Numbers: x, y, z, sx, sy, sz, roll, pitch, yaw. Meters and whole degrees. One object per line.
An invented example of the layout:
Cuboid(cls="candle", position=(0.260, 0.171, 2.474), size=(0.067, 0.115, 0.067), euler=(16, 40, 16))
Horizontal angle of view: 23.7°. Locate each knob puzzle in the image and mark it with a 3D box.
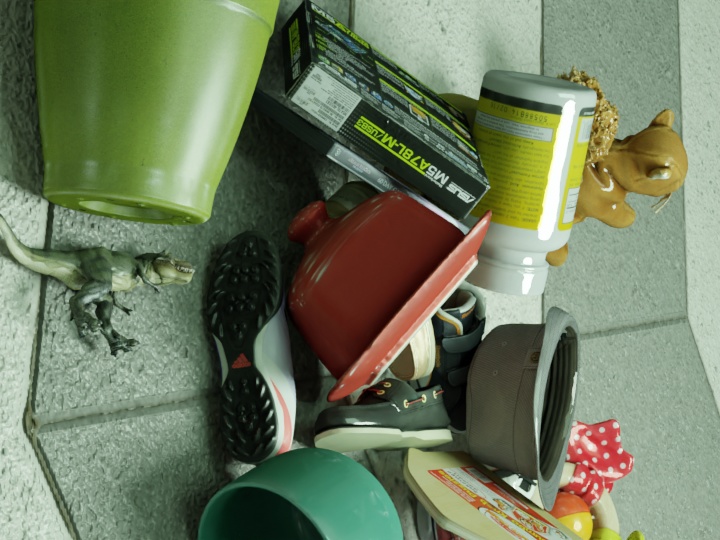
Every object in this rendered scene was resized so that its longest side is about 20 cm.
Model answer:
Cuboid(cls="knob puzzle", position=(0.113, 0.230, 1.579), size=(0.219, 0.219, 0.031), euler=(14, 109, -53))

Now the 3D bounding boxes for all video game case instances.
Cuboid(cls="video game case", position=(-0.003, -0.097, 1.570), size=(0.200, 0.143, 0.019), euler=(31, 94, -44))

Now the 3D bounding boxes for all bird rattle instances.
Cuboid(cls="bird rattle", position=(0.238, 0.261, 1.843), size=(0.162, 0.112, 0.202), euler=(-2, 78, -39))

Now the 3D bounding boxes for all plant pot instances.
Cuboid(cls="plant pot", position=(-0.168, -0.139, 1.316), size=(0.200, 0.199, 0.195), euler=(16, 79, -52))

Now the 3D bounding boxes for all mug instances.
Cuboid(cls="mug", position=(-0.038, 0.237, 1.401), size=(0.114, 0.151, 0.187), euler=(-27, 115, -51))

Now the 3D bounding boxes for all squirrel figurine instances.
Cuboid(cls="squirrel figurine", position=(0.259, -0.124, 1.901), size=(0.200, 0.186, 0.142), euler=(47, 45, -36))

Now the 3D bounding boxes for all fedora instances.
Cuboid(cls="fedora", position=(0.155, 0.129, 1.684), size=(0.177, 0.090, 0.201), euler=(62, 38, -59))

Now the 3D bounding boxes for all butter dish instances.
Cuboid(cls="butter dish", position=(0.000, 0.000, 1.488), size=(0.148, 0.200, 0.200), euler=(41, 81, 3))

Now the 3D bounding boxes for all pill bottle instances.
Cuboid(cls="pill bottle", position=(0.153, -0.083, 1.632), size=(0.111, 0.111, 0.202), euler=(-8, 111, -55))

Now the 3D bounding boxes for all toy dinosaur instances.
Cuboid(cls="toy dinosaur", position=(-0.204, 0.014, 1.324), size=(0.199, 0.047, 0.089), euler=(14, 55, -52))

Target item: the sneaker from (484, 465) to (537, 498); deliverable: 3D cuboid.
Cuboid(cls="sneaker", position=(0.163, 0.184, 1.769), size=(0.074, 0.080, 0.202), euler=(34, 55, -48))

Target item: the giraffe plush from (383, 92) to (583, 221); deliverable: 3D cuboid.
Cuboid(cls="giraffe plush", position=(0.126, -0.122, 1.764), size=(0.173, 0.200, 0.162), euler=(52, 6, -12))

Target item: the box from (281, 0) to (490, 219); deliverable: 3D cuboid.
Cuboid(cls="box", position=(0.019, -0.149, 1.557), size=(0.199, 0.048, 0.193), euler=(34, 16, -18))

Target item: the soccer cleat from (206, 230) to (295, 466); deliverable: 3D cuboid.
Cuboid(cls="soccer cleat", position=(-0.088, 0.068, 1.468), size=(0.073, 0.068, 0.202), euler=(36, 48, -69))

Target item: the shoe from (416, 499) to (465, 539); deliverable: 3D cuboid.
Cuboid(cls="shoe", position=(0.119, 0.285, 1.664), size=(0.071, 0.090, 0.202), euler=(-9, 87, -55))

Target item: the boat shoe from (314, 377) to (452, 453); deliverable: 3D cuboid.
Cuboid(cls="boat shoe", position=(0.017, 0.134, 1.582), size=(0.201, 0.073, 0.064), euler=(5, 72, -58))

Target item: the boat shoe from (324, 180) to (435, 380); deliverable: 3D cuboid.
Cuboid(cls="boat shoe", position=(0.007, 0.020, 1.610), size=(0.069, 0.073, 0.201), euler=(-33, 106, -42))

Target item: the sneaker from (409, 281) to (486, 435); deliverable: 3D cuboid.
Cuboid(cls="sneaker", position=(0.086, 0.070, 1.694), size=(0.078, 0.079, 0.201), euler=(-43, 117, -53))
